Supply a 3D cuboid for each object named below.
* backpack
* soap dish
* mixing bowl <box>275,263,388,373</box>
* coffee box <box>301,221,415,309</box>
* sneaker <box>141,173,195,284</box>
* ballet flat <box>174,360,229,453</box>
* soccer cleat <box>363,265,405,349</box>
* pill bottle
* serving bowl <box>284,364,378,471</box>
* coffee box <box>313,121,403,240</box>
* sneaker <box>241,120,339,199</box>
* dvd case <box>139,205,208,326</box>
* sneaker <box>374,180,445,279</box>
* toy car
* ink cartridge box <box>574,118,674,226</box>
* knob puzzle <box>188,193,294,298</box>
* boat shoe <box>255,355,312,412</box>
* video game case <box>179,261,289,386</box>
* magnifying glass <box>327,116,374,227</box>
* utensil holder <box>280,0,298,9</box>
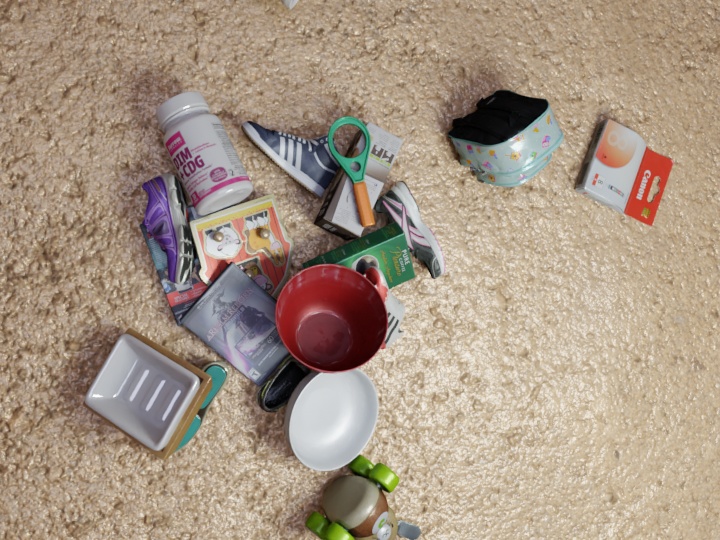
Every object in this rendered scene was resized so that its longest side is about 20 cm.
[{"bbox_3d":[0.290,-0.253,1.483,0.175,0.200,0.154,-37,112,-14],"label":"backpack"},{"bbox_3d":[-0.366,0.214,1.335,0.199,0.081,0.158,25,81,23],"label":"soap dish"},{"bbox_3d":[-0.059,0.102,1.362,0.198,0.109,0.202,5,63,-10],"label":"mixing bowl"},{"bbox_3d":[0.000,0.000,1.443,0.198,0.044,0.124,-25,132,-5],"label":"coffee box"},{"bbox_3d":[-0.349,-0.071,1.380,0.082,0.081,0.202,-12,83,3],"label":"sneaker"},{"bbox_3d":[-0.308,0.247,1.394,0.069,0.069,0.201,39,85,-9],"label":"ballet flat"},{"bbox_3d":[0.045,0.065,1.445,0.085,0.069,0.202,-26,132,-23],"label":"soccer cleat"},{"bbox_3d":[-0.286,-0.212,1.384,0.112,0.113,0.202,-26,85,-13],"label":"pill bottle"},{"bbox_3d":[-0.063,0.267,1.432,0.198,0.066,0.203,-8,105,-34],"label":"serving bowl"},{"bbox_3d":[-0.005,-0.166,1.453,0.079,0.114,0.202,26,82,-10],"label":"coffee box"},{"bbox_3d":[-0.122,-0.239,1.445,0.200,0.070,0.109,39,91,-16],"label":"sneaker"},{"bbox_3d":[-0.308,-0.016,1.424,0.145,0.022,0.202,-22,94,-13],"label":"dvd case"},{"bbox_3d":[0.093,-0.068,1.503,0.086,0.080,0.201,-29,87,0],"label":"sneaker"},{"bbox_3d":[0.029,0.478,1.430,0.200,0.157,0.165,49,68,-19],"label":"toy car"},{"bbox_3d":[0.571,-0.205,1.625,0.198,0.050,0.164,23,83,-8],"label":"ink cartridge box"},{"bbox_3d":[-0.206,-0.021,1.419,0.217,0.030,0.223,-1,92,-30],"label":"knob puzzle"},{"bbox_3d":[-0.113,0.189,1.442,0.072,0.061,0.201,45,79,-9],"label":"boat shoe"},{"bbox_3d":[-0.212,0.101,1.413,0.143,0.019,0.200,-47,112,-2],"label":"video game case"},{"bbox_3d":[-0.008,-0.179,1.388,0.079,0.022,0.202,-13,87,-10],"label":"magnifying glass"},{"bbox_3d":[-0.169,-0.613,1.407,0.199,0.170,0.171,32,81,-7],"label":"utensil holder"}]
